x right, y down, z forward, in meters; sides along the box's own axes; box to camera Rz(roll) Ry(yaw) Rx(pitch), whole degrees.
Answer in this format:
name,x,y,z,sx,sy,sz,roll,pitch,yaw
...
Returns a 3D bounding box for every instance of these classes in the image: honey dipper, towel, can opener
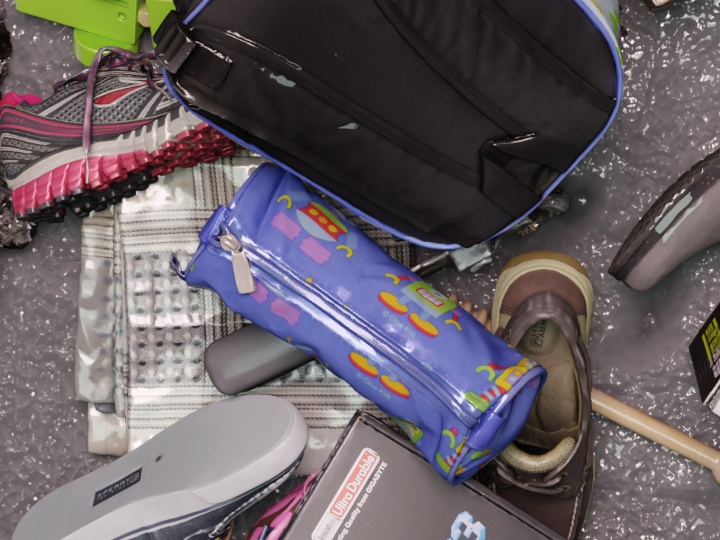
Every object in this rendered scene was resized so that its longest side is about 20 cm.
name,x,y,z,sx,sy,sz,roll,pitch,yaw
honey dipper,0.131,0.075,1.145,0.199,0.038,0.038,28,98,1
towel,-0.068,0.023,1.160,0.198,0.035,0.194,2,99,7
can opener,0.000,0.000,1.111,0.199,0.053,0.067,-25,86,11

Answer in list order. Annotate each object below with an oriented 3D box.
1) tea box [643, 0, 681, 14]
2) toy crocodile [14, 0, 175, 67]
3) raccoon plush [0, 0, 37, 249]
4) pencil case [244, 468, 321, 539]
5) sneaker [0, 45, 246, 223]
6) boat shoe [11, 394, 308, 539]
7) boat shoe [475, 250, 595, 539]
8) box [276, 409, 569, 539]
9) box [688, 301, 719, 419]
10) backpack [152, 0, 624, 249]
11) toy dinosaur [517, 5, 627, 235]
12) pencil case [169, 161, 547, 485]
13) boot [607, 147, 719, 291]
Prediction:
name,x,y,z,sx,sy,sz,roll,pitch,yaw
tea box,0.189,-0.269,1.054,0.199,0.134,0.198,-30,90,9
toy crocodile,-0.105,-0.149,1.140,0.198,0.062,0.068,13,132,11
raccoon plush,-0.250,-0.074,1.125,0.096,0.134,0.202,-10,94,9
pencil case,0.018,0.207,1.146,0.200,0.091,0.094,40,98,-1
sneaker,-0.114,-0.091,1.099,0.199,0.081,0.075,-20,82,16
boat shoe,-0.096,0.142,1.144,0.199,0.071,0.091,-25,121,25
boat shoe,0.093,0.089,1.106,0.073,0.065,0.201,2,120,11
box,0.030,0.210,1.082,0.198,0.050,0.201,33,86,-4
box,0.266,0.092,1.051,0.199,0.193,0.048,34,97,2
backpack,0.026,-0.126,0.984,0.199,0.147,0.183,35,121,-20
toy dinosaur,0.063,-0.118,1.106,0.135,0.103,0.200,-26,121,28
pencil case,-0.001,0.026,1.040,0.199,0.087,0.078,37,105,10
boot,0.243,-0.023,1.089,0.200,0.070,0.132,-39,90,-3
